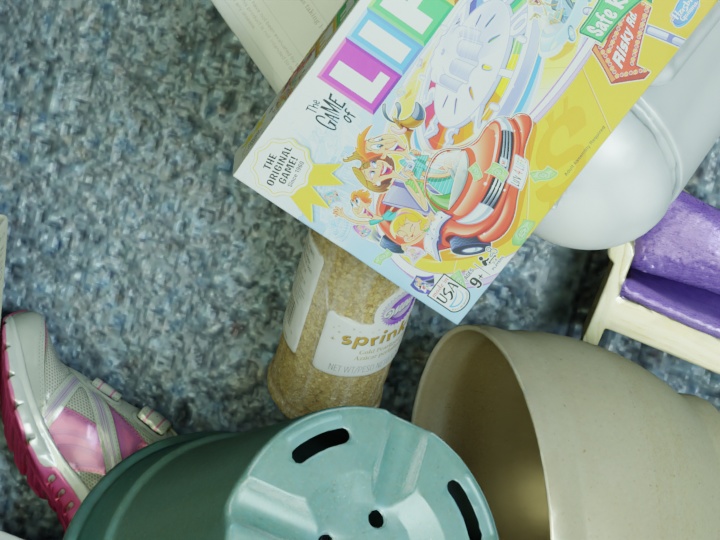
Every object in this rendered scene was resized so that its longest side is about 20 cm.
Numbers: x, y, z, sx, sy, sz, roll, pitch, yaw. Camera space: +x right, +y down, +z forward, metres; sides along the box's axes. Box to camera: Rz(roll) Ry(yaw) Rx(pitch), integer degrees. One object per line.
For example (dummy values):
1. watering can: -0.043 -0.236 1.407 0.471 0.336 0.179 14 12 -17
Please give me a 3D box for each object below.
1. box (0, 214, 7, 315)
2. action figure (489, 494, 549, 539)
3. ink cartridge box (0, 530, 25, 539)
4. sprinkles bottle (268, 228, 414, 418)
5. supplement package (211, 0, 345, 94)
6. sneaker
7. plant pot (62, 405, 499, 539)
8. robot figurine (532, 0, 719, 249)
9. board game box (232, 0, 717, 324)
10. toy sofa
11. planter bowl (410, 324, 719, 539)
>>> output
1. box: -0.262 0.059 1.089 0.094 0.078 0.201 14 123 7
2. action figure: 0.120 0.185 1.095 0.199 0.055 0.119 33 103 10
3. ink cartridge box: -0.241 0.200 1.120 0.199 0.047 0.161 19 142 19
4. sprinkles bottle: 0.000 0.000 1.026 0.068 0.068 0.201 23 135 5
5. supplement package: 0.026 -0.179 1.028 0.199 0.117 0.117 -35 93 12
6. sneaker: -0.150 0.109 1.119 0.088 0.081 0.201 -25 80 -20
7. plant pot: -0.037 0.161 0.981 0.199 0.196 0.202 8 70 -23
8. robot figurine: 0.134 -0.092 0.998 0.113 0.170 0.200 37 64 3
9. board game box: 0.051 -0.090 0.886 0.134 0.034 0.200 33 109 -14
10. toy sofa: 0.225 0.027 1.043 0.199 0.083 0.098 22 101 5
11. planter bowl: 0.119 0.128 0.994 0.134 0.200 0.202 -1 98 -18
